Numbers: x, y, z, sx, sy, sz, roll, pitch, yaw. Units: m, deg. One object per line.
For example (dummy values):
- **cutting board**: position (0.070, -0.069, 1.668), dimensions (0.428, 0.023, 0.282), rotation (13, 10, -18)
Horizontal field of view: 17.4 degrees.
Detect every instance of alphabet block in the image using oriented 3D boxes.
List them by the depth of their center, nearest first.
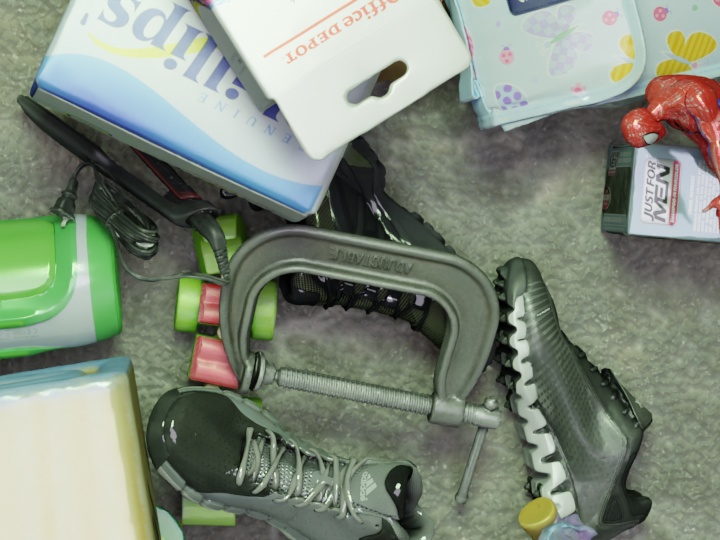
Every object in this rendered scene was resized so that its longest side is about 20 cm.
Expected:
- **alphabet block**: position (-0.211, 0.166, 1.379), dimensions (0.194, 0.196, 0.201), rotation (-8, 91, -3)

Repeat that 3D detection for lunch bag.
- **lunch bag**: position (0.145, -0.184, 1.463), dimensions (0.199, 0.127, 0.170), rotation (-12, 91, -21)

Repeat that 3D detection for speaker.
- **speaker**: position (-0.251, 0.012, 1.476), dimensions (0.199, 0.088, 0.089), rotation (-5, 91, -4)

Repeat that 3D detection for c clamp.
- **c clamp**: position (0.001, 0.056, 1.461), dimensions (0.199, 0.027, 0.171), rotation (16, 118, -10)

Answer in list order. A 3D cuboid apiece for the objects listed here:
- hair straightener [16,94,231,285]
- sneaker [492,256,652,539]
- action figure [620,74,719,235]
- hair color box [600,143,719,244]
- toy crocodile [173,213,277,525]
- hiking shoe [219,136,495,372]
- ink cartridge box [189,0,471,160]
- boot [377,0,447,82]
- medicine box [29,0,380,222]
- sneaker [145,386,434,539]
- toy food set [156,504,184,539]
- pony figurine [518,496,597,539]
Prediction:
- **hair straightener**: position (-0.152, -0.048, 1.460), dimensions (0.077, 0.041, 0.200), rotation (-44, 64, -3)
- **sneaker**: position (0.139, 0.084, 1.518), dimensions (0.090, 0.066, 0.201), rotation (-14, 96, -7)
- **action figure**: position (0.243, -0.087, 1.421), dimensions (0.199, 0.065, 0.099), rotation (-16, 106, -25)
- **hair color box**: position (0.261, -0.044, 1.504), dimensions (0.199, 0.099, 0.061), rotation (5, 91, -4)
- **toy crocodile**: position (-0.091, 0.064, 1.500), dimensions (0.067, 0.062, 0.201), rotation (6, 91, -4)
- **hiking shoe**: position (0.000, 0.000, 1.493), dimensions (0.101, 0.076, 0.200), rotation (-40, 94, -10)
- **ink cartridge box**: position (-0.037, -0.170, 1.318), dimensions (0.116, 0.067, 0.201), rotation (-32, 92, -8)
- **boot**: position (-0.055, -0.193, 1.485), dimensions (0.199, 0.066, 0.176), rotation (-12, 97, -5)
- **medicine box**: position (-0.073, -0.156, 1.398), dimensions (0.182, 0.103, 0.201), rotation (25, 85, -8)
- **sneaker**: position (-0.028, 0.121, 1.442), dimensions (0.200, 0.115, 0.075), rotation (32, 61, -38)
- **toy food set**: position (-0.212, 0.200, 1.500), dimensions (0.199, 0.049, 0.199), rotation (20, 90, -4)
- **pony figurine**: position (0.126, 0.237, 1.455), dimensions (0.193, 0.167, 0.200), rotation (-30, 126, -1)
